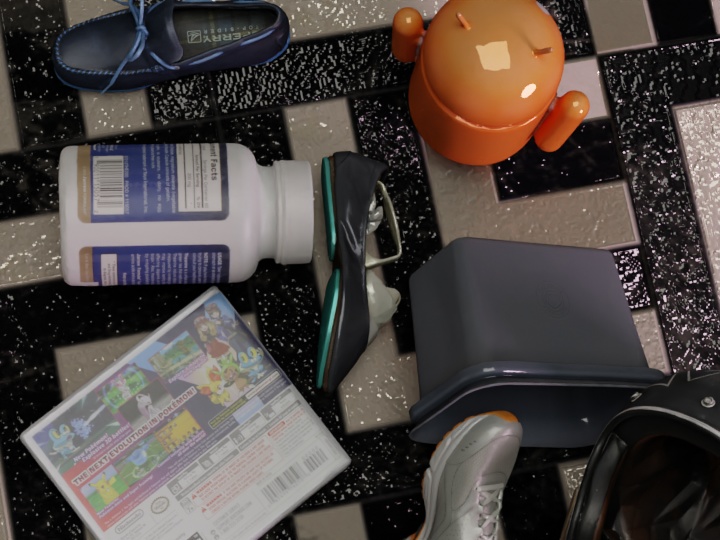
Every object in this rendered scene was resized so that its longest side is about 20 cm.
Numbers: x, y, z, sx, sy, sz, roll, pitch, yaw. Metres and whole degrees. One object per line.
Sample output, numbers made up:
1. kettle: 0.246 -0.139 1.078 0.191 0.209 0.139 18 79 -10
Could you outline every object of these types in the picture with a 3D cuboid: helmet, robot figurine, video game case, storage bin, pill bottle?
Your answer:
1. helmet: 0.259 0.173 1.540 0.199 0.200 0.192 26 86 1
2. robot figurine: 0.101 -0.155 1.639 0.116 0.200 0.145 -24 79 -11
3. video game case: -0.139 0.143 1.635 0.199 0.023 0.183 -37 83 -12
4. storage bin: 0.127 0.058 1.623 0.198 0.145 0.136 5 63 -31
5. pill bottle: -0.139 -0.045 1.634 0.198 0.111 0.112 -1 76 -6

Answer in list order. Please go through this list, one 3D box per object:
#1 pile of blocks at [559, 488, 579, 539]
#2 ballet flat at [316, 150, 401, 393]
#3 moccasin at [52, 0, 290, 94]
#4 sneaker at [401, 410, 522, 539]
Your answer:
1. pile of blocks: 0.151 0.253 1.617 0.082 0.062 0.200 44 77 6
2. ballet flat: 0.000 0.000 1.661 0.072 0.073 0.202 3 74 -5
3. moccasin: -0.157 -0.200 1.692 0.198 0.068 0.081 -14 78 -9
4. sneaker: 0.086 0.204 1.567 0.075 0.092 0.201 5 117 -40
